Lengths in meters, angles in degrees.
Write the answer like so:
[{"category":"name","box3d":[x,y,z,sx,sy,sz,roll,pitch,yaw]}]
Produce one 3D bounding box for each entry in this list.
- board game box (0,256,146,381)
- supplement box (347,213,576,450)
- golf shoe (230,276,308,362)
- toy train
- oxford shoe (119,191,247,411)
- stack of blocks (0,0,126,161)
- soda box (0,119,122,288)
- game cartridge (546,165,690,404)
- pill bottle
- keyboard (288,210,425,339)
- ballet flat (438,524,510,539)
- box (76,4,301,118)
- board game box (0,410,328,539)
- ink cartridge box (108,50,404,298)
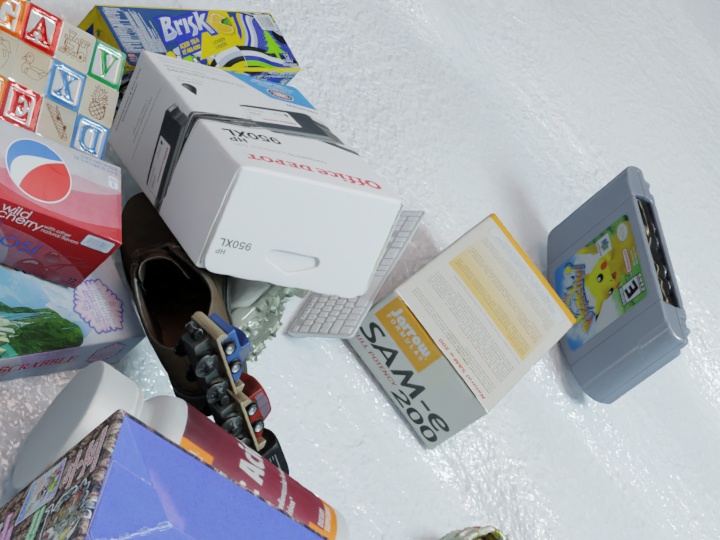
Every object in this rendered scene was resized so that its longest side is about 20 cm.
[{"category":"board game box","box3d":[-0.264,-0.022,1.107,0.199,0.041,0.201,-9,67,-51]},{"category":"supplement box","box3d":[0.088,0.048,1.405,0.126,0.073,0.200,53,36,1]},{"category":"golf shoe","box3d":[-0.092,0.002,1.271,0.097,0.079,0.200,29,34,3]},{"category":"toy train","box3d":[-0.081,0.095,1.110,0.046,0.201,0.034,-37,52,-18]},{"category":"oxford shoe","box3d":[-0.132,0.001,1.167,0.200,0.072,0.085,61,-5,43]},{"category":"stack of blocks","box3d":[-0.254,-0.155,1.096,0.200,0.058,0.116,27,67,-40]},{"category":"soda box","box3d":[-0.253,-0.059,1.062,0.199,0.063,0.070,22,46,-35]},{"category":"game cartridge","box3d":[0.234,0.016,1.541,0.040,0.133,0.201,16,48,-29]},{"category":"pill bottle","box3d":[-0.115,0.152,1.060,0.200,0.114,0.114,37,38,-19]},{"category":"keyboard","box3d":[0.000,0.000,1.371,0.200,0.056,0.011,-59,139,-52]},{"category":"ballet flat","box3d":[0.062,0.254,1.210,0.076,0.064,0.200,44,37,-12]},{"category":"box","box3d":[-0.145,-0.169,1.338,0.199,0.070,0.065,-7,63,-50]},{"category":"board game box","box3d":[-0.135,0.196,0.913,0.159,0.200,0.097,36,38,-22]},{"category":"ink cartridge box","box3d":[-0.080,-0.073,1.212,0.144,0.085,0.200,10,25,-34]}]
